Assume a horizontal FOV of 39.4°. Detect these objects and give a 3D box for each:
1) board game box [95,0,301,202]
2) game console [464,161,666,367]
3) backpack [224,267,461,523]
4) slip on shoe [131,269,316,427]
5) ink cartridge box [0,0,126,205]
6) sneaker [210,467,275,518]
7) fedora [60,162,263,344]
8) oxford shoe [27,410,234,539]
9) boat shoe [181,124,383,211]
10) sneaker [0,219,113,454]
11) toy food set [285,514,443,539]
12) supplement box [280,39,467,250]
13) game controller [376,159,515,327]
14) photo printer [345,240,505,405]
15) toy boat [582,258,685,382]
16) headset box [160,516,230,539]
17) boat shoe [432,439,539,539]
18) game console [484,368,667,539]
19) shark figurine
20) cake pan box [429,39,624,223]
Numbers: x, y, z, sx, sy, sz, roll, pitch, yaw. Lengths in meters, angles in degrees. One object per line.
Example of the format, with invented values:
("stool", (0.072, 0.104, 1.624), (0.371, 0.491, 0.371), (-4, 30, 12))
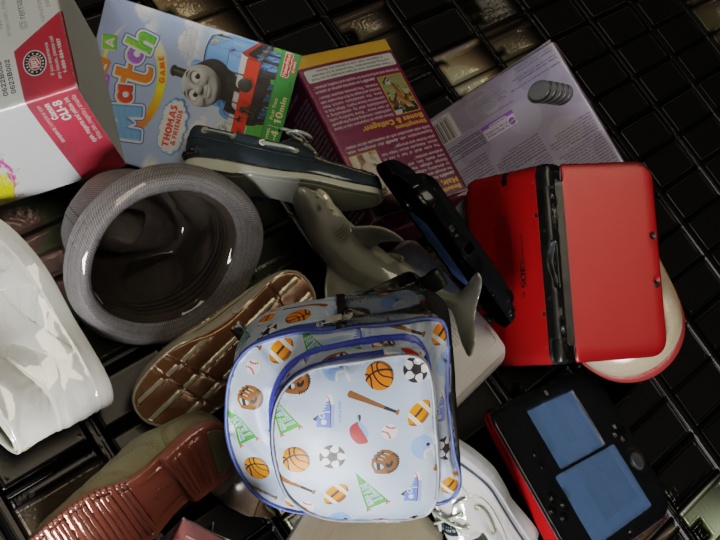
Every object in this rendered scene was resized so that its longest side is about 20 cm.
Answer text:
("board game box", (-0.172, -0.168, 0.998), (0.196, 0.037, 0.154), (15, 95, -11))
("game console", (0.213, -0.004, 1.065), (0.117, 0.171, 0.204), (1, 84, -42))
("backpack", (-0.016, 0.113, 0.810), (0.186, 0.154, 0.204), (-4, 101, 7))
("slip on shoe", (-0.128, 0.072, 0.943), (0.200, 0.060, 0.076), (-43, 100, -16))
("ink cartridge box", (-0.328, -0.152, 0.867), (0.197, 0.145, 0.148), (-18, 70, -2))
("sneaker", (-0.059, 0.130, 0.915), (0.075, 0.070, 0.201), (38, 85, -19))
("fedora", (-0.195, -0.027, 0.923), (0.198, 0.179, 0.090), (6, 24, -48))
("oxford shoe", (-0.197, 0.190, 0.852), (0.198, 0.074, 0.072), (-30, 115, -19))
("boat shoe", (-0.073, -0.100, 0.969), (0.196, 0.075, 0.063), (6, 68, 2))
("sneaker", (-0.309, 0.055, 0.854), (0.115, 0.074, 0.201), (-30, 82, -37))
("toy food set", (-0.020, 0.263, 0.897), (0.144, 0.060, 0.201), (47, 54, -19))
("supplement box", (0.003, -0.129, 1.079), (0.129, 0.103, 0.202), (-17, 72, -32))
("game controller", (0.083, -0.025, 0.975), (0.042, 0.104, 0.201), (-45, 125, -10))
("photo printer", (0.031, 0.084, 1.004), (0.167, 0.070, 0.199), (48, 56, 5))
("toy boat", (0.290, 0.033, 1.136), (0.130, 0.129, 0.203), (35, 30, -51))
("headset box", (-0.154, 0.290, 0.763), (0.074, 0.149, 0.202), (29, 57, -9))
("boat shoe", (0.101, 0.222, 0.936), (0.200, 0.073, 0.067), (47, 62, -26))
("game console", (0.228, 0.200, 1.038), (0.198, 0.031, 0.179), (-12, 71, -46))
("shark figurine", (0.013, 0.013, 0.959), (0.212, 0.128, 0.090), (32, 74, -2))
("cake pan box", (0.176, -0.122, 1.120), (0.198, 0.052, 0.186), (-32, 77, 9))
